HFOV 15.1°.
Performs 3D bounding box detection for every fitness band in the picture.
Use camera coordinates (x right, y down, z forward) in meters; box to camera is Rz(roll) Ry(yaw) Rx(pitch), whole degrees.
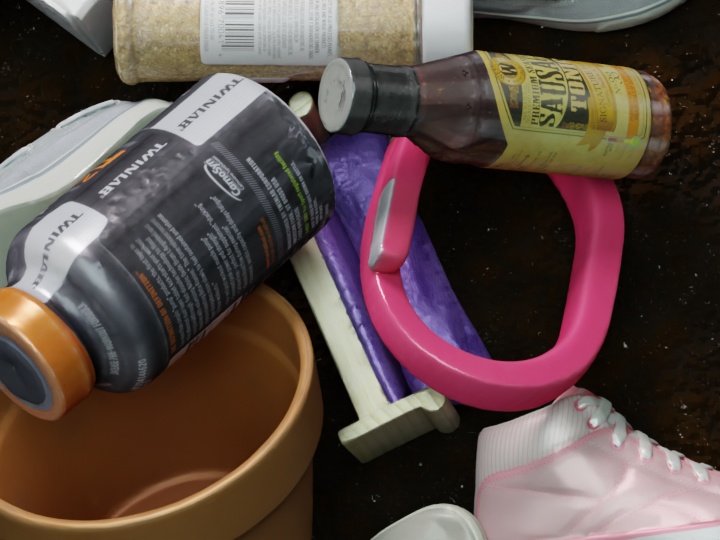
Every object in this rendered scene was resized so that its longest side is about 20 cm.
[{"bbox_3d":[0.074,-0.013,1.508,0.143,0.037,0.201,25,51,-12],"label":"fitness band"}]

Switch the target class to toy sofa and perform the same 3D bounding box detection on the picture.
[{"bbox_3d":[0.000,0.000,1.549,0.097,0.083,0.201,-25,76,2],"label":"toy sofa"}]

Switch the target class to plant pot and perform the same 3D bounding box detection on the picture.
[{"bbox_3d":[-0.108,0.114,1.483,0.199,0.141,0.201,-9,40,8],"label":"plant pot"}]

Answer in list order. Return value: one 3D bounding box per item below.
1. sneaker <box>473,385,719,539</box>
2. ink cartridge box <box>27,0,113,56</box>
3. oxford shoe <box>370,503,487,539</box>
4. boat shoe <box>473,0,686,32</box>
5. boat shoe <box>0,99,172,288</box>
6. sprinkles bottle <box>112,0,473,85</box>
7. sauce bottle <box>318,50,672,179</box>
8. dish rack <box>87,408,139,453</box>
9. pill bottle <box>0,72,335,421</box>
[{"bbox_3d":[0.156,0.111,1.507,0.199,0.075,0.105,-6,82,10],"label":"sneaker"},{"bbox_3d":[-0.155,-0.253,1.625,0.146,0.083,0.200,36,84,13],"label":"ink cartridge box"},{"bbox_3d":[-0.011,0.205,1.500,0.200,0.058,0.075,-40,69,9],"label":"oxford shoe"},{"bbox_3d":[0.101,-0.181,1.582,0.199,0.072,0.071,0,77,8],"label":"boat shoe"},{"bbox_3d":[-0.180,-0.029,1.510,0.201,0.070,0.071,-38,30,-25],"label":"boat shoe"},{"bbox_3d":[-0.036,-0.138,1.522,0.199,0.068,0.069,0,77,2],"label":"sprinkles bottle"},{"bbox_3d":[0.074,-0.086,1.482,0.199,0.066,0.066,2,75,-29],"label":"sauce bottle"},{"bbox_3d":[-0.241,0.051,1.558,0.199,0.044,0.172,-25,92,-11],"label":"dish rack"},{"bbox_3d":[-0.113,-0.008,1.434,0.106,0.106,0.200,40,60,13],"label":"pill bottle"}]
